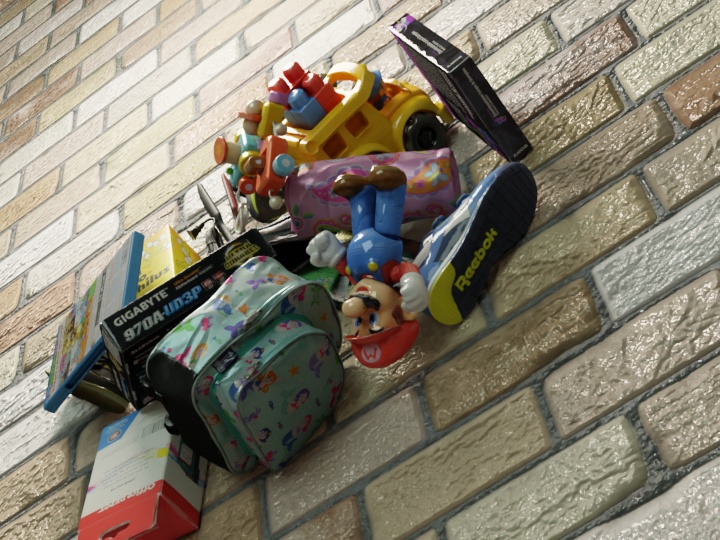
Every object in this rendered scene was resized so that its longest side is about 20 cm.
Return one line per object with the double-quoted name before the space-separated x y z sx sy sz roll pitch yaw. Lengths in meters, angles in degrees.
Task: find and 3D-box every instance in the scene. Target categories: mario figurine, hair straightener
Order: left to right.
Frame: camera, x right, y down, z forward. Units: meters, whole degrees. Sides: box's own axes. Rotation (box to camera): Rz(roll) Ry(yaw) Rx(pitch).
"hair straightener" -0.182 -0.043 1.793 0.077 0.041 0.200 -19 50 -5
"mario figurine" 0.007 -0.003 1.391 0.123 0.105 0.201 134 133 -75

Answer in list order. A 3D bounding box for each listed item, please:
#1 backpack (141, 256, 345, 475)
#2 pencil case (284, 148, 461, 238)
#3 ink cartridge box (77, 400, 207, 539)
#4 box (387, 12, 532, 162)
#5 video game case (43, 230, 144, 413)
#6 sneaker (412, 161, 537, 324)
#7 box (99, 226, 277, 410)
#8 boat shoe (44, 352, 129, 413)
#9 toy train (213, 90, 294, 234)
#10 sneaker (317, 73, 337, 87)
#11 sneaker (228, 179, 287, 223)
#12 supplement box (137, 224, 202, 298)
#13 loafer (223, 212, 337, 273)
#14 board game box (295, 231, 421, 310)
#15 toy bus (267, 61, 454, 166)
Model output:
"backpack" -0.103 0.093 1.439 0.150 0.178 0.200 21 59 32
"pencil case" 0.013 -0.085 1.557 0.199 0.088 0.088 -7 37 6
"ink cartridge box" -0.232 0.237 1.505 0.116 0.067 0.200 -28 32 22
"box" 0.114 -0.213 1.611 0.036 0.143 0.200 -39 31 2
"video game case" -0.321 0.063 1.678 0.200 0.018 0.143 -46 30 34
"sneaker" 0.110 -0.036 1.459 0.200 0.074 0.082 -52 30 -19
"box" -0.181 0.055 1.521 0.200 0.159 0.046 -34 68 -18
"boat shoe" -0.337 0.130 1.760 0.201 0.072 0.066 8 62 58
"toy train" -0.128 -0.123 1.591 0.200 0.055 0.151 142 136 -62
"sneaker" -0.061 -0.234 1.910 0.090 0.067 0.200 -55 29 -12
"sneaker" -0.135 -0.118 1.864 0.081 0.074 0.200 -49 25 26
"supplement box" -0.236 0.054 1.702 0.109 0.110 0.200 -36 30 10
"loafer" -0.112 -0.012 1.651 0.200 0.072 0.063 -30 28 27
"board game box" 0.000 0.000 1.587 0.105 0.023 0.200 -52 32 -14
"toy bus" -0.016 -0.182 1.670 0.200 0.192 0.136 -46 28 -17
